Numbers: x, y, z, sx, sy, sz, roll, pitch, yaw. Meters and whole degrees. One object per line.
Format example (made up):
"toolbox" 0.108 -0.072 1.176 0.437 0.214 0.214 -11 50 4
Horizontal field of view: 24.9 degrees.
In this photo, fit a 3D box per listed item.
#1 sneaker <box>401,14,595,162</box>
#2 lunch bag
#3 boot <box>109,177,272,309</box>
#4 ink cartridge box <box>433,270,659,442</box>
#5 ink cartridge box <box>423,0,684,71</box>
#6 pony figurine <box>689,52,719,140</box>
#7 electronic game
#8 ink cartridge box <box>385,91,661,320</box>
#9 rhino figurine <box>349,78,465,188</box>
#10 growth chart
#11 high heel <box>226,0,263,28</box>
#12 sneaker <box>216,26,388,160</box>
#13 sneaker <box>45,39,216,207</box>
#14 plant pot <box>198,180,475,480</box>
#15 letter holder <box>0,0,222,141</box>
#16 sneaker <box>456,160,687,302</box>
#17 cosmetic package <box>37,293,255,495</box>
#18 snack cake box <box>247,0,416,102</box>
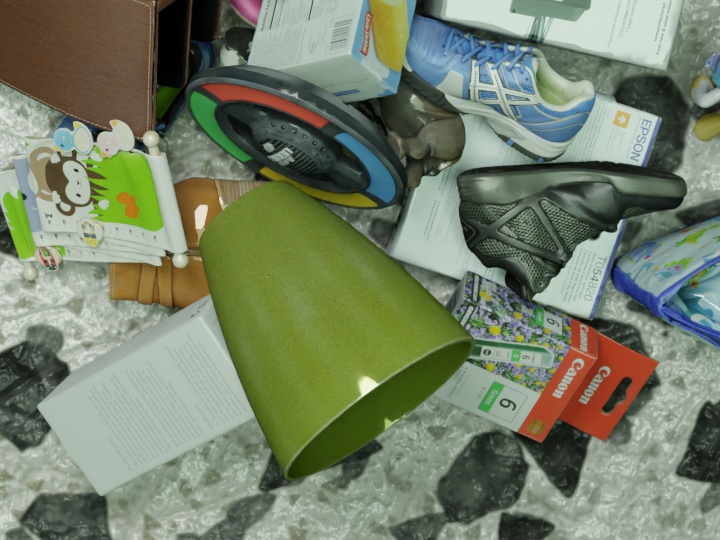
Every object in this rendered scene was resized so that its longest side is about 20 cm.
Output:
"sneaker" 0.109 -0.170 1.377 0.199 0.076 0.077 25 139 -19
"lunch bag" 0.334 0.012 1.435 0.198 0.170 0.129 -2 99 -6
"boot" -0.144 0.020 1.439 0.154 0.077 0.202 -5 97 -6
"ink cartridge box" 0.159 0.092 1.473 0.199 0.051 0.109 25 121 -8
"ink cartridge box" 0.161 -0.234 1.392 0.198 0.147 0.084 13 99 -6
"pony figurine" 0.374 -0.172 1.393 0.192 0.200 0.167 -36 100 1
"electronic game" -0.053 -0.106 1.343 0.199 0.200 0.042 28 73 -9
"ink cartridge box" 0.146 -0.077 1.469 0.198 0.041 0.201 18 97 -8
"rhino figurine" 0.026 -0.168 1.408 0.087 0.060 0.201 -19 78 -32
"growth chart" -0.232 -0.058 1.381 0.198 0.018 0.146 -2 121 30
"high heel" -0.090 -0.268 1.407 0.199 0.067 0.096 34 100 2
"sneaker" -0.055 -0.129 1.442 0.199 0.077 0.089 36 126 -11
"sneaker" -0.206 -0.134 1.404 0.078 0.089 0.200 41 96 -10
"plant pot" -0.038 0.032 1.322 0.186 0.187 0.201 -36 75 1
"letter holder" -0.224 -0.211 1.352 0.199 0.101 0.143 24 130 19
"sneaker" 0.185 -0.037 1.422 0.197 0.076 0.115 -5 102 -2
"cosmetic package" -0.170 0.105 1.414 0.199 0.071 0.102 -28 102 28
"snack cake box" -0.014 -0.239 1.347 0.067 0.114 0.202 33 61 -44
